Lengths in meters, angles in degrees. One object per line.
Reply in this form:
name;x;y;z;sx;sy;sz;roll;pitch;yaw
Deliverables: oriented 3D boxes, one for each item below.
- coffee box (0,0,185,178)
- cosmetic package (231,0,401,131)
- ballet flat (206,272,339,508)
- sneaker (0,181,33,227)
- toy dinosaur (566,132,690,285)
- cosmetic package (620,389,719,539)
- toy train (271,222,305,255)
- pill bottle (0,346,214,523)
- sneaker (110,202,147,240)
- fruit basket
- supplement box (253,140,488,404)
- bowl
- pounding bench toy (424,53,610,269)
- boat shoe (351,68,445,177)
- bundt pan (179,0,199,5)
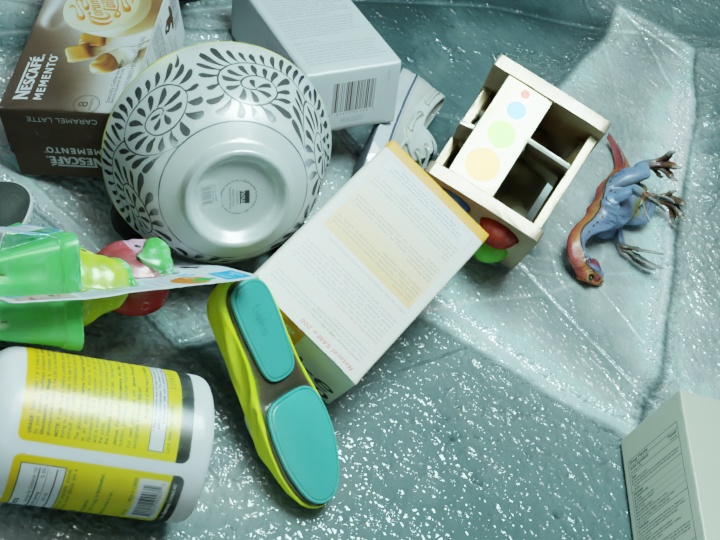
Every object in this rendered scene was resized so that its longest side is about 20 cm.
coffee box;-0.237;-0.180;1.187;0.114;0.080;0.200;3;48;7
cosmetic package;-0.048;-0.220;1.302;0.101;0.071;0.200;-11;43;-21
ballet flat;-0.075;0.098;1.073;0.067;0.067;0.200;-24;96;-38
sneaker;-0.335;-0.046;1.038;0.200;0.099;0.071;-27;68;-41
toy dinosaur;0.269;-0.054;1.406;0.181;0.105;0.200;-22;28;-25
cosmetic package;0.294;0.218;1.155;0.071;0.105;0.200;16;50;-18
toy train;-0.014;-0.018;1.221;0.200;0.046;0.034;14;49;-17
pill bottle;-0.216;0.117;0.960;0.200;0.113;0.113;12;50;-20
sneaker;-0.142;-0.089;1.206;0.201;0.067;0.108;-22;34;-16
fruit basket;-0.210;0.000;1.029;0.200;0.185;0.094;-14;103;-32
supplement box;0.000;0.000;1.153;0.126;0.074;0.200;45;62;-1
bowl;-0.109;-0.079;1.089;0.200;0.201;0.094;8;25;-22
pounding bench toy;0.134;-0.087;1.311;0.124;0.200;0.156;33;78;3
boat shoe;0.044;-0.128;1.328;0.070;0.071;0.200;26;40;-3
bundt pan;-0.215;-0.310;1.261;0.201;0.202;0.076;9;77;-22
